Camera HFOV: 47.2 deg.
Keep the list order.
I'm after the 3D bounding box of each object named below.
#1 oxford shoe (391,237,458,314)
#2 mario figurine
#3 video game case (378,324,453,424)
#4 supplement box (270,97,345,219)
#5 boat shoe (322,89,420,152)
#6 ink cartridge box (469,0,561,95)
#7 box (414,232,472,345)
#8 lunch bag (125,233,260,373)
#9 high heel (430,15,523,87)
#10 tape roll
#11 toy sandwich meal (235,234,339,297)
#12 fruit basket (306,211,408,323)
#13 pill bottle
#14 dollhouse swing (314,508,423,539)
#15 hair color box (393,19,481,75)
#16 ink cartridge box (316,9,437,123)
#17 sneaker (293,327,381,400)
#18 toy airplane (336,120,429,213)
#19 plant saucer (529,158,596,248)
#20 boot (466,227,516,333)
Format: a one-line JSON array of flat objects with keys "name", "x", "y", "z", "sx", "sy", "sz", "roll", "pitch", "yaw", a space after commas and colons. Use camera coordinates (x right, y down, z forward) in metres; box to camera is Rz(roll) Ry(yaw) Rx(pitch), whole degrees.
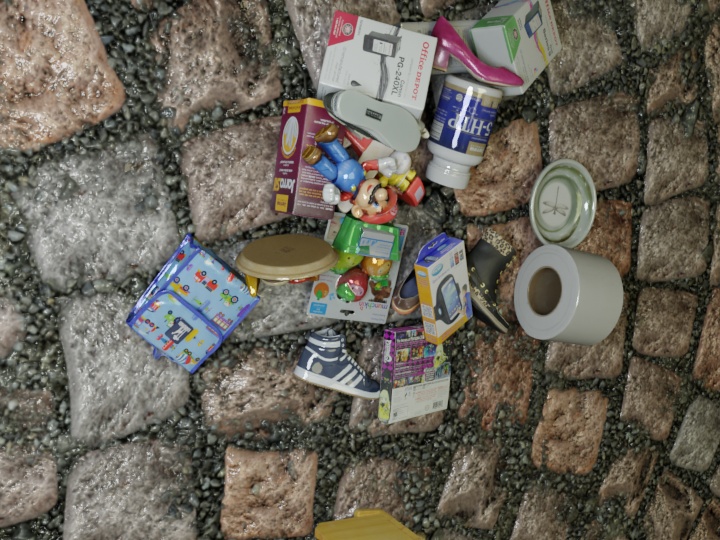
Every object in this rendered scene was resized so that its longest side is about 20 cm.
[{"name": "oxford shoe", "x": 0.142, "y": 0.005, "z": 1.659, "sx": 0.071, "sy": 0.073, "sz": 0.200, "roll": 39, "pitch": 74, "yaw": 11}, {"name": "mario figurine", "x": -0.001, "y": -0.159, "z": 1.418, "sx": 0.123, "sy": 0.107, "sz": 0.199, "roll": -41, "pitch": 117, "yaw": 16}, {"name": "video game case", "x": 0.115, "y": 0.204, "z": 1.674, "sx": 0.198, "sy": 0.035, "sz": 0.186, "roll": -4, "pitch": 100, "yaw": -48}, {"name": "supplement box", "x": -0.094, "y": -0.200, "z": 1.484, "sx": 0.084, "sy": 0.110, "sz": 0.205, "roll": 6, "pitch": 94, "yaw": -30}, {"name": "boat shoe", "x": 0.022, "y": -0.268, "z": 1.449, "sx": 0.197, "sy": 0.063, "sz": 0.072, "roll": 22, "pitch": 89, "yaw": -37}, {"name": "ink cartridge box", "x": 0.317, "y": -0.465, "z": 1.661, "sx": 0.200, "sy": 0.086, "sz": 0.147, "roll": -48, "pitch": 128, "yaw": -37}, {"name": "box", "x": 0.165, "y": 0.031, "z": 1.630, "sx": 0.118, "sy": 0.041, "sz": 0.204, "roll": -35, "pitch": 128, "yaw": -36}, {"name": "lunch bag", "x": -0.298, "y": 0.068, "z": 1.430, "sx": 0.150, "sy": 0.094, "sz": 0.201, "roll": 41, "pitch": 89, "yaw": -29}, {"name": "high heel", "x": 0.226, "y": -0.413, "z": 1.572, "sx": 0.195, "sy": 0.067, "sz": 0.098, "roll": 15, "pitch": 100, "yaw": -1}, {"name": "tape roll", "x": 0.447, "y": 0.054, "z": 1.783, "sx": 0.137, "sy": 0.201, "sz": 0.208, "roll": 10, "pitch": 92, "yaw": -30}, {"name": "toy sandwich meal", "x": -0.128, "y": -0.006, "z": 1.447, "sx": 0.201, "sy": 0.204, "sz": 0.072, "roll": -13, "pitch": 115, "yaw": -27}, {"name": "fruit basket", "x": 0.000, "y": 0.000, "z": 1.579, "sx": 0.182, "sy": 0.093, "sz": 0.205, "roll": 9, "pitch": 96, "yaw": -31}, {"name": "pill bottle", "x": 0.197, "y": -0.272, "z": 1.627, "sx": 0.117, "sy": 0.120, "sz": 0.204, "roll": 5, "pitch": 110, "yaw": -30}, {"name": "dollhouse swing", "x": 0.025, "y": 0.578, "z": 1.611, "sx": 0.173, "sy": 0.199, "sz": 0.186, "roll": -16, "pitch": 105, "yaw": -27}, {"name": "hair color box", "x": 0.149, "y": -0.436, "z": 1.621, "sx": 0.196, "sy": 0.060, "sz": 0.102, "roll": -12, "pitch": 103, "yaw": -29}, {"name": "ink cartridge box", "x": 0.031, "y": -0.365, "z": 1.493, "sx": 0.195, "sy": 0.083, "sz": 0.149, "roll": 13, "pitch": 78, "yaw": -4}, {"name": "sneaker", "x": -0.027, "y": 0.179, "z": 1.601, "sx": 0.197, "sy": 0.070, "sz": 0.111, "roll": 19, "pitch": 89, "yaw": -28}, {"name": "toy airplane", "x": 0.042, "y": -0.214, "z": 1.543, "sx": 0.195, "sy": 0.140, "sz": 0.205, "roll": -7, "pitch": 101, "yaw": -28}, {"name": "plant saucer", "x": 0.440, "y": -0.147, "z": 1.837, "sx": 0.196, "sy": 0.050, "sz": 0.205, "roll": -5, "pitch": 100, "yaw": -30}, {"name": "boot", "x": 0.283, "y": 0.024, "z": 1.759, "sx": 0.200, "sy": 0.073, "sz": 0.151, "roll": 44, "pitch": 78, "yaw": -20}]
